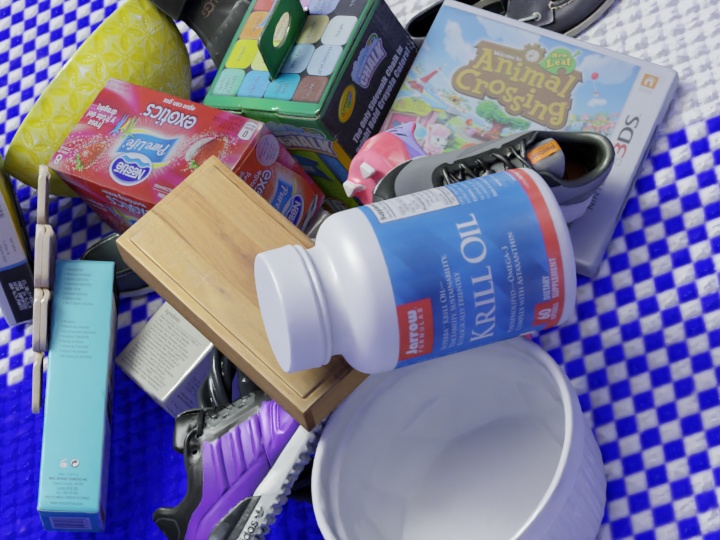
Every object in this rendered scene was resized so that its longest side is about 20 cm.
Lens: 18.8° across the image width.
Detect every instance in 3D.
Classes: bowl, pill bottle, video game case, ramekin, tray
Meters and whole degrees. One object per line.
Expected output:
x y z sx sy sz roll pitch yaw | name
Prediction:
-0.204 -0.130 1.871 0.108 0.200 0.200 38 80 0 | bowl
0.035 0.006 1.455 0.199 0.113 0.112 -15 45 -13 | pill bottle
0.120 -0.106 1.669 0.199 0.022 0.183 19 68 17 | video game case
0.076 0.148 1.503 0.199 0.105 0.201 -17 51 21 | ramekin
-0.072 0.013 1.544 0.099 0.037 0.200 -42 66 -15 | tray

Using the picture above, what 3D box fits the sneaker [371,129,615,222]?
0.095 -0.066 1.553 0.079 0.199 0.074 -47 62 55 | sneaker

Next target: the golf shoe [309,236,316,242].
0.000 0.000 1.665 0.200 0.097 0.078 -40 39 -2 | golf shoe

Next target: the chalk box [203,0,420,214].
-0.032 -0.145 1.721 0.123 0.200 0.125 8 62 37 | chalk box

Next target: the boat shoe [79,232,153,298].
-0.160 -0.034 1.818 0.199 0.062 0.073 -16 51 22 | boat shoe

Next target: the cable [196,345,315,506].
-0.028 0.072 1.619 0.162 0.051 0.201 24 86 11 | cable

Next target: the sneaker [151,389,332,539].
-0.083 0.117 1.556 0.099 0.070 0.201 30 86 8 | sneaker

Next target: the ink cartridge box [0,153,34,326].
-0.329 -0.088 1.876 0.047 0.198 0.201 -17 48 -2 | ink cartridge box

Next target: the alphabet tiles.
-0.256 0.016 1.764 0.014 0.200 0.197 1 89 -7 | alphabet tiles

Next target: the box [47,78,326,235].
-0.139 -0.071 1.713 0.199 0.100 0.096 19 69 44 | box

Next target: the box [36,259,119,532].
-0.220 0.099 1.704 0.049 0.082 0.201 2 72 -3 | box

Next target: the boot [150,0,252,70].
-0.116 -0.236 1.910 0.069 0.200 0.174 -42 13 13 | boot

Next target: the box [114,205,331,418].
-0.096 0.030 1.726 0.200 0.068 0.082 -48 45 -7 | box

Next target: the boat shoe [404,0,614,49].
0.126 -0.218 1.768 0.199 0.063 0.073 -28 47 13 | boat shoe

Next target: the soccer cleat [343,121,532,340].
0.071 -0.020 1.603 0.076 0.200 0.067 -39 -1 -34 | soccer cleat
